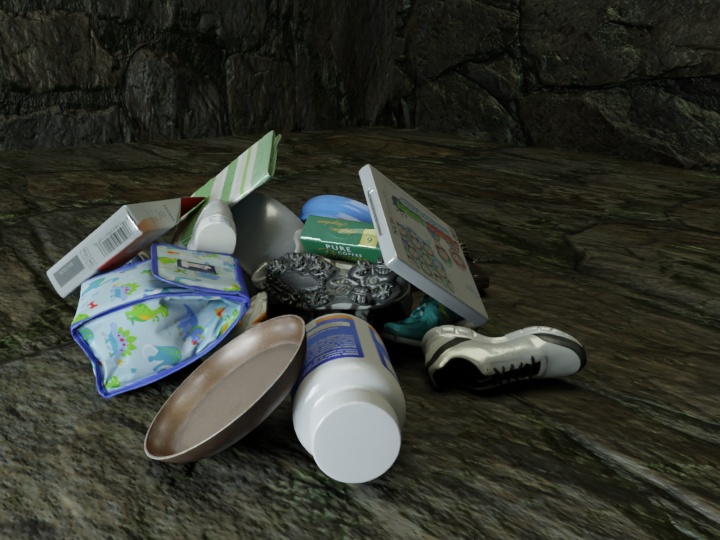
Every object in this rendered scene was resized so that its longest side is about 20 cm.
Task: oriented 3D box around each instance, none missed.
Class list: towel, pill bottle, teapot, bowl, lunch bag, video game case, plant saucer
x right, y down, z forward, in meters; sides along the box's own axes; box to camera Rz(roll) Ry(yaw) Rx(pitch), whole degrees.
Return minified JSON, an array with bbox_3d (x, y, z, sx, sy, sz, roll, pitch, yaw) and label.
[{"bbox_3d":[-0.197,-0.114,1.130,0.200,0.023,0.153,-35,28,20],"label":"towel"},{"bbox_3d":[-0.015,0.127,0.780,0.112,0.112,0.200,0,17,-6],"label":"pill bottle"},{"bbox_3d":[-0.168,-0.012,1.165,0.197,0.200,0.146,29,57,14],"label":"teapot"},{"bbox_3d":[-0.013,-0.029,1.176,0.200,0.201,0.039,12,54,30],"label":"bowl"},{"bbox_3d":[-0.237,0.044,0.942,0.200,0.128,0.170,-19,22,-8],"label":"lunch bag"},{"bbox_3d":[0.085,-0.033,1.032,0.200,0.024,0.182,33,30,-39],"label":"video game case"},{"bbox_3d":[-0.129,0.122,0.775,0.200,0.032,0.200,-32,18,12],"label":"plant saucer"}]

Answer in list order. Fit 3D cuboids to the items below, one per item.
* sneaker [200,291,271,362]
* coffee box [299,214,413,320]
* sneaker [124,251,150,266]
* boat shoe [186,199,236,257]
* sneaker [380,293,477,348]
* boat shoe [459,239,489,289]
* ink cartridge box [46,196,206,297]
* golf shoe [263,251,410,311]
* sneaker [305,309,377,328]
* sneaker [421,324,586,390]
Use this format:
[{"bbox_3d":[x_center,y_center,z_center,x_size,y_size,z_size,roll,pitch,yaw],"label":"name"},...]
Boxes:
[{"bbox_3d":[-0.162,0.080,0.997,0.092,0.076,0.200,-3,16,-2],"label":"sneaker"},{"bbox_3d":[0.000,0.000,1.099,0.123,0.200,0.044,9,61,22],"label":"coffee box"},{"bbox_3d":[-0.408,0.006,1.223,0.200,0.075,0.084,3,12,40],"label":"sneaker"},{"bbox_3d":[-0.218,-0.013,1.077,0.072,0.200,0.069,6,42,-13],"label":"boat shoe"},{"bbox_3d":[0.098,0.057,1.079,0.077,0.080,0.200,14,21,36],"label":"sneaker"},{"bbox_3d":[0.153,-0.017,1.344,0.074,0.073,0.200,-7,19,-27],"label":"boat shoe"},{"bbox_3d":[-0.310,-0.036,1.069,0.162,0.050,0.200,-34,-6,21],"label":"ink cartridge box"},{"bbox_3d":[-0.029,0.023,1.015,0.200,0.078,0.094,6,-10,23],"label":"golf shoe"},{"bbox_3d":[-0.034,0.087,1.001,0.090,0.067,0.200,1,13,9],"label":"sneaker"},{"bbox_3d":[0.174,0.116,0.936,0.200,0.074,0.080,-1,31,6],"label":"sneaker"}]
